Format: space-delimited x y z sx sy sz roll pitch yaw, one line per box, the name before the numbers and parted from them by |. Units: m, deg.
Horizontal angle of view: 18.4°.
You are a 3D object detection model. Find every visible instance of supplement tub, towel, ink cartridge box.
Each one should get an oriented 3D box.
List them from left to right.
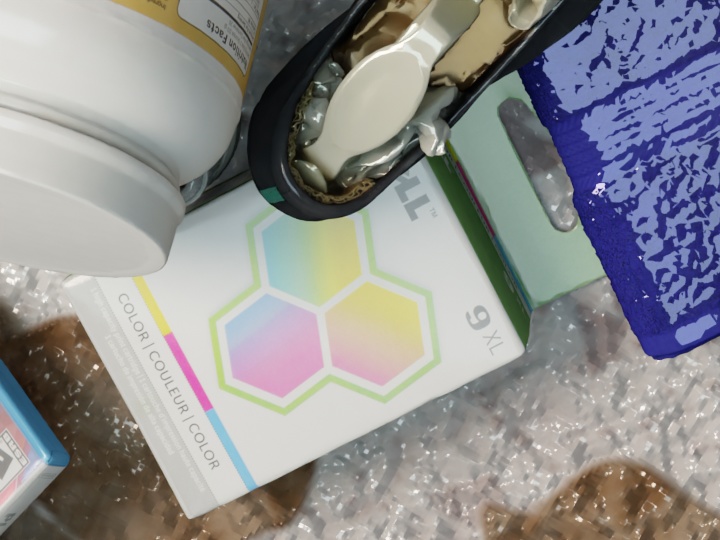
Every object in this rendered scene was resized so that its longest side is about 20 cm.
supplement tub | -0.098 -0.111 0.729 0.143 0.144 0.202 13 76 2
ink cartridge box | 0.000 0.000 0.835 0.199 0.059 0.104 -26 99 11
towel | 0.129 -0.085 0.810 0.147 0.050 0.201 -26 100 4

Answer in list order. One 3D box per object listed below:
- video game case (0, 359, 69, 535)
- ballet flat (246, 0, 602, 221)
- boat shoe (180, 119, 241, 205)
video game case | -0.218 0.088 0.867 0.200 0.018 0.143 -46 67 14
ballet flat | 0.037 -0.092 0.750 0.073 0.073 0.200 43 98 -6
boat shoe | -0.133 -0.095 0.821 0.202 0.065 0.075 40 105 -5
